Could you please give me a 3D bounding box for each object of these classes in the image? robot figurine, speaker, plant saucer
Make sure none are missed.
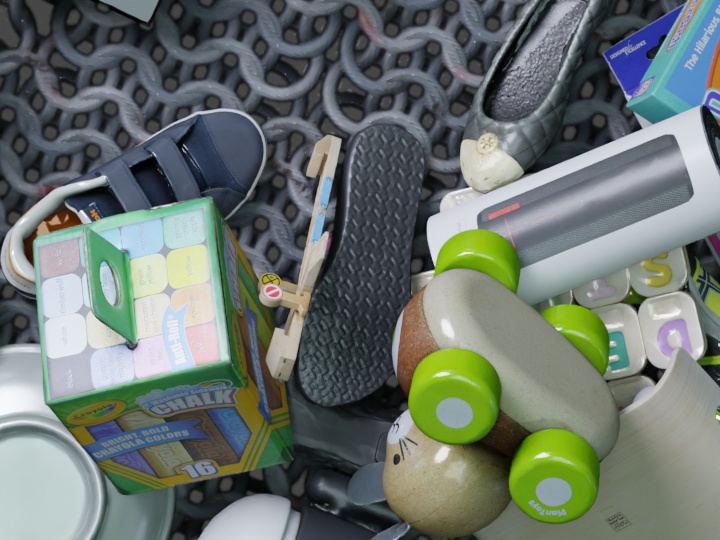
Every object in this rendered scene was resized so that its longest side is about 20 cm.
[{"bbox_3d":[-0.021,0.227,1.712,0.199,0.151,0.125,23,126,-4],"label":"robot figurine"},{"bbox_3d":[0.145,-0.033,1.677,0.199,0.081,0.082,-22,92,17],"label":"speaker"},{"bbox_3d":[-0.223,0.150,1.732,0.199,0.050,0.201,0,91,-3],"label":"plant saucer"}]

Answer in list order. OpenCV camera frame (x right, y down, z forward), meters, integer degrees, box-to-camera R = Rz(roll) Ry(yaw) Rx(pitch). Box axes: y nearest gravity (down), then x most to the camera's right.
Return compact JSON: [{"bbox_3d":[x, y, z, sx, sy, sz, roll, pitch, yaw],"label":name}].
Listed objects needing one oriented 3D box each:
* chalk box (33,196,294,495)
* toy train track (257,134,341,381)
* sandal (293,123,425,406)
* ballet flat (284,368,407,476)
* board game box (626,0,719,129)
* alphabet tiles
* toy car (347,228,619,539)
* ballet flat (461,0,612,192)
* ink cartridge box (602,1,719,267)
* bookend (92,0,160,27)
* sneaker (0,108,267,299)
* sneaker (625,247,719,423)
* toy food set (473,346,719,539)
[{"bbox_3d":[-0.129,0.040,1.636,0.123,0.200,0.125,-12,62,8],"label":"chalk box"},{"bbox_3d":[-0.044,-0.014,1.689,0.032,0.115,0.201,16,47,-5],"label":"toy train track"},{"bbox_3d":[0.000,0.000,1.745,0.075,0.045,0.201,19,72,-18],"label":"sandal"},{"bbox_3d":[-0.029,0.101,1.748,0.199,0.057,0.067,28,76,3],"label":"ballet flat"},{"bbox_3d":[0.297,-0.118,1.734,0.200,0.045,0.153,34,74,-11],"label":"board game box"},{"bbox_3d":[0.127,0.032,1.732,0.199,0.015,0.197,-13,88,18],"label":"alphabet tiles"},{"bbox_3d":[0.048,0.106,1.630,0.158,0.165,0.200,39,120,-16],"label":"toy car"},{"bbox_3d":[0.116,-0.146,1.732,0.066,0.057,0.201,22,82,29],"label":"ballet flat"},{"bbox_3d":[0.253,-0.085,1.758,0.094,0.037,0.201,-31,91,-17],"label":"ink cartridge box"},{"bbox_3d":[-0.105,-0.236,1.713,0.199,0.092,0.200,24,91,-5],"label":"bookend"},{"bbox_3d":[-0.148,-0.041,1.721,0.199,0.079,0.079,-33,91,-4],"label":"sneaker"},{"bbox_3d":[0.220,0.034,1.755,0.075,0.076,0.201,-39,75,30],"label":"sneaker"},{"bbox_3d":[0.171,0.147,1.707,0.200,0.061,0.144,-32,116,26],"label":"toy food set"}]
